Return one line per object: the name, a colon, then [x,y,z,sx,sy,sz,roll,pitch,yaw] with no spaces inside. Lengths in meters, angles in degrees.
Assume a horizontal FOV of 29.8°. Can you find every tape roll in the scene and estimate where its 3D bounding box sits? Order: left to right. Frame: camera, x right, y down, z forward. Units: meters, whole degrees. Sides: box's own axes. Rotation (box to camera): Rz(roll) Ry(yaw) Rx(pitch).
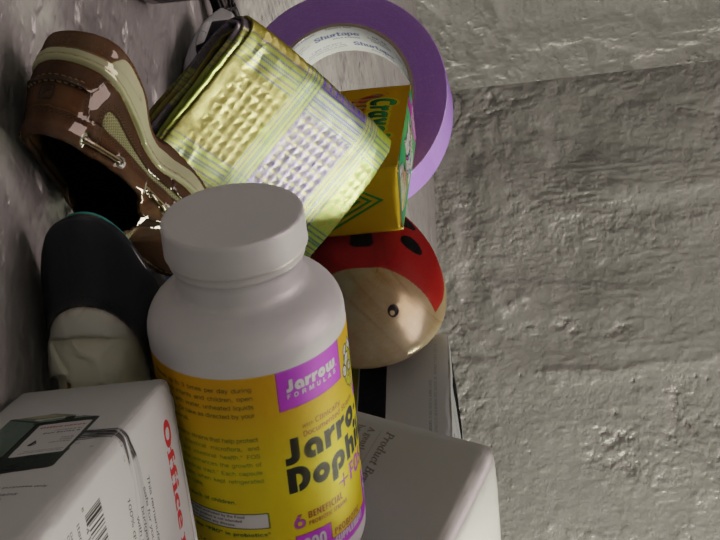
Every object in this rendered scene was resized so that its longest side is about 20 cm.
tape roll: [-0.014,-0.154,1.265,0.066,0.198,0.203,49,37,-75]

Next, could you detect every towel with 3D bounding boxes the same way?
towel: [-0.069,-0.075,0.909,0.023,0.144,0.200,44,8,37]

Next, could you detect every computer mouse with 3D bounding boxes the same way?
computer mouse: [-0.119,-0.175,1.098,0.201,0.043,0.111,-93,179,-59]

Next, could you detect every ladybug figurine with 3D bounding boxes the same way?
ladybug figurine: [0.000,0.000,1.057,0.201,0.134,0.073,-100,-172,-60]

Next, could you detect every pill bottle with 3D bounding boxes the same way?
pill bottle: [-0.055,0.061,0.713,0.105,0.103,0.202,-81,167,-61]

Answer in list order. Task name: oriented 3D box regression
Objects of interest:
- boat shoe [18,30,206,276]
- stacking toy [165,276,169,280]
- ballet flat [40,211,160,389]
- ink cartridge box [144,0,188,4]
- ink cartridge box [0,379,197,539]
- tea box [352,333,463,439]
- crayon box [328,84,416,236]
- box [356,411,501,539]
boat shoe: [-0.142,-0.044,0.773,0.203,0.074,0.075,64,35,-54]
stacking toy: [-0.098,0.096,0.910,0.116,0.108,0.202,75,24,-56]
ballet flat: [-0.133,0.066,0.741,0.073,0.072,0.202,-85,169,-53]
ink cartridge box: [-0.155,-0.278,0.886,0.200,0.044,0.178,-26,112,-82]
ink cartridge box: [-0.135,0.148,0.595,0.200,0.083,0.148,-60,144,-76]
tea box: [-0.012,0.175,1.066,0.134,0.194,0.202,-85,166,-55]
crayon box: [-0.045,-0.089,1.093,0.200,0.170,0.059,-79,162,-64]
box: [-0.020,0.222,0.841,0.200,0.170,0.201,-56,148,-40]
